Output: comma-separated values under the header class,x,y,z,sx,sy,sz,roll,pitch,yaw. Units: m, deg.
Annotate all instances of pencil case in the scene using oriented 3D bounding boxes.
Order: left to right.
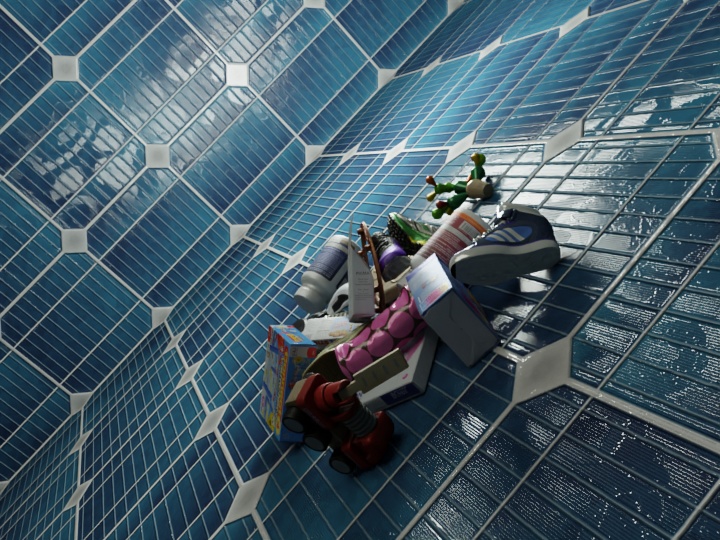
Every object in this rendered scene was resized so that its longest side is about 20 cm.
class,x,y,z,sx,sy,sz,roll,pitch,yaw
pencil case,0.039,0.116,1.430,0.200,0.091,0.094,-41,52,3

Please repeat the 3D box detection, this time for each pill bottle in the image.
class,x,y,z,sx,sy,sz,roll,pitch,yaw
pill bottle,-0.082,0.015,1.982,0.200,0.111,0.111,-54,20,-25
pill bottle,0.169,-0.018,1.523,0.200,0.110,0.110,-47,19,-7

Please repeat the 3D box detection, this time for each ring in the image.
class,x,y,z,sx,sy,sz,roll,pitch,yaw
ring,0.019,0.000,1.592,0.019,0.201,0.200,-13,18,-6

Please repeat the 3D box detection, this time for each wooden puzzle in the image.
class,x,y,z,sx,sy,sz,roll,pitch,yaw
wooden puzzle,0.086,0.005,1.763,0.185,0.046,0.200,-30,29,40

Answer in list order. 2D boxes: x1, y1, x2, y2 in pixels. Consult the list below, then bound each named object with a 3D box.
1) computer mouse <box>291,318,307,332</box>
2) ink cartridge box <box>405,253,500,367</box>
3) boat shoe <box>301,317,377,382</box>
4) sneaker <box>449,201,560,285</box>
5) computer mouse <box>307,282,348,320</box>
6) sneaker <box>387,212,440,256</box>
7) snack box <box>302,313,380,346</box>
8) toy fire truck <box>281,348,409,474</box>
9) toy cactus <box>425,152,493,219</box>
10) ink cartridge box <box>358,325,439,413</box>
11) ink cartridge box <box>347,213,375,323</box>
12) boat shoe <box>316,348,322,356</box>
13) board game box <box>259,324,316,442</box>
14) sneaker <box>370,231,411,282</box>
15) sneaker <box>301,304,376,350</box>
class,x,y,z,sx,sy,sz,roll,pitch,yaw
computer mouse,-0.150,0.205,1.835,0.138,0.053,0.200,-31,34,39
ink cartridge box,0.154,0.059,1.349,0.076,0.136,0.200,-40,19,8
boat shoe,-0.028,0.162,1.509,0.201,0.073,0.063,-42,8,-3
sneaker,0.239,-0.055,1.362,0.200,0.081,0.147,-10,42,-4
computer mouse,-0.044,0.066,1.752,0.110,0.044,0.200,-28,-7,-38
sneaker,0.132,-0.068,1.683,0.085,0.078,0.200,-30,51,-28
snack box,-0.028,0.126,1.637,0.200,0.024,0.072,-6,35,22
toy fire truck,0.002,0.224,1.264,0.200,0.176,0.129,-25,26,44
toy cactus,0.244,-0.201,1.803,0.200,0.102,0.165,-42,27,-17
ink cartridge box,0.057,0.178,1.457,0.196,0.043,0.200,-32,24,36
ink cartridge box,0.000,0.000,1.555,0.160,0.047,0.200,111,159,-81
boat shoe,-0.074,0.210,1.637,0.200,0.076,0.074,7,81,57
board game box,-0.152,0.228,1.602,0.196,0.056,0.200,-160,76,-70
sneaker,0.051,-0.034,1.592,0.070,0.100,0.200,-39,-6,5
sneaker,-0.041,0.127,1.713,0.200,0.081,0.076,-35,19,24
